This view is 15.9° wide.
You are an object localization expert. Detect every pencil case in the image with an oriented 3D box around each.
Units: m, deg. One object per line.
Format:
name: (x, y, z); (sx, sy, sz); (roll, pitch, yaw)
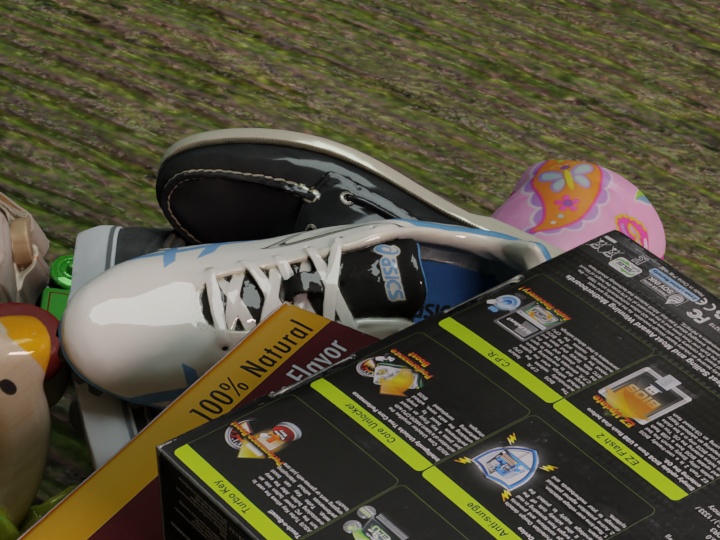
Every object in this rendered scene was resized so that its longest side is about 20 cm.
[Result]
pencil case: (0.066, 0.029, 1.188); (0.087, 0.087, 0.200); (20, 42, 20)

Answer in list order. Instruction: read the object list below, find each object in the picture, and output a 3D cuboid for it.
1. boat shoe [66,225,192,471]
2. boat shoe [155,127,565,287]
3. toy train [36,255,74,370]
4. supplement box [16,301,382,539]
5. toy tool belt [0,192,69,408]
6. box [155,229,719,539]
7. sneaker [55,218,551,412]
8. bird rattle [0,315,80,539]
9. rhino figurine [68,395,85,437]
boat shoe: (-0.088, 0.030, 1.069); (0.057, 0.069, 0.200); (-11, 27, 0)
boat shoe: (0.000, 0.002, 1.088); (0.199, 0.075, 0.066); (24, 41, 2)
toy train: (-0.059, 0.032, 1.215); (0.200, 0.042, 0.056); (8, 43, -6)
supplement box: (0.003, 0.141, 0.848); (0.200, 0.133, 0.197); (20, 41, 27)
toy tool belt: (-0.187, 0.029, 1.117); (0.125, 0.123, 0.200); (-25, 48, -29)
box: (0.071, 0.080, 0.779); (0.193, 0.048, 0.200); (-27, 44, -28)
sneaker: (-0.018, 0.011, 0.999); (0.200, 0.072, 0.072); (-5, 64, -17)
bird rattle: (-0.191, 0.082, 0.976); (0.200, 0.163, 0.113); (5, 23, -18)
rhino figurine: (-0.028, 0.087, 1.085); (0.200, 0.060, 0.087); (21, 30, 40)
